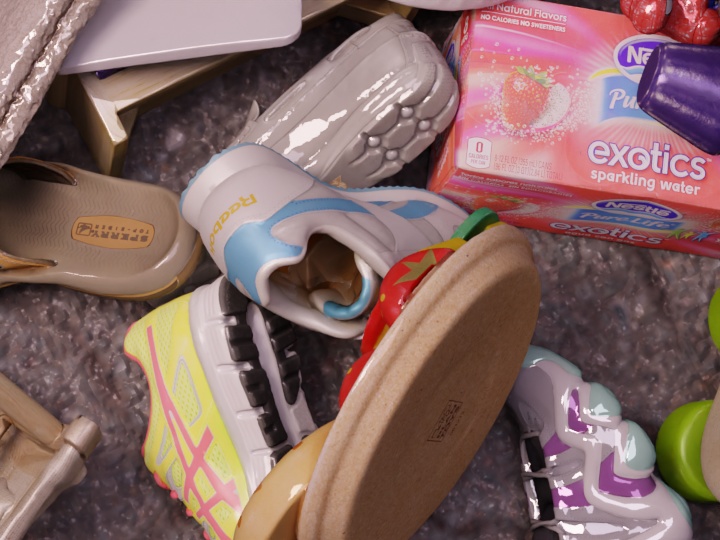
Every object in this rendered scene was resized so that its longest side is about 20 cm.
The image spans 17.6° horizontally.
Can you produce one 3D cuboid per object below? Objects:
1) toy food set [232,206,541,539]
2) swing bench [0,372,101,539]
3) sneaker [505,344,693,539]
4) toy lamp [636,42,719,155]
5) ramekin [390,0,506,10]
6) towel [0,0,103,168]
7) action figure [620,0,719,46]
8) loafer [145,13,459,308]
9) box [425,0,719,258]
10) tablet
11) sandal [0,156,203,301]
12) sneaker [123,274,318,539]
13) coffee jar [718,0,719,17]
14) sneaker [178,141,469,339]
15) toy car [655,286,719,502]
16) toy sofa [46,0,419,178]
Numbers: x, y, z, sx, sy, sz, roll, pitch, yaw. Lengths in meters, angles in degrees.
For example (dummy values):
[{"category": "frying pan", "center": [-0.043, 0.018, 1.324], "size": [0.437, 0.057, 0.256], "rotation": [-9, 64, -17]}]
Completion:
[{"category": "toy food set", "center": [0.022, 0.063, 1.128], "size": [0.049, 0.198, 0.200], "rotation": [30, 111, 19]}, {"category": "swing bench", "center": [-0.263, 0.107, 1.126], "size": [0.200, 0.130, 0.199], "rotation": [37, 74, -5]}, {"category": "sneaker", "center": [0.100, 0.147, 1.198], "size": [0.140, 0.078, 0.200], "rotation": [-37, 85, -15]}, {"category": "toy lamp", "center": [0.238, -0.068, 1.179], "size": [0.199, 0.058, 0.058], "rotation": [17, 76, -5]}, {"category": "ramekin", "center": [0.039, -0.228, 1.182], "size": [0.200, 0.098, 0.201], "rotation": [10, 54, -14]}, {"category": "towel", "center": [-0.176, -0.130, 1.166], "size": [0.034, 0.132, 0.200], "rotation": [34, 82, -32]}, {"category": "action figure", "center": [0.186, -0.161, 1.231], "size": [0.065, 0.052, 0.200], "rotation": [26, 35, 17]}, {"category": "loafer", "center": [-0.039, -0.054, 1.211], "size": [0.200, 0.070, 0.070], "rotation": [-37, 52, 7]}, {"category": "box", "center": [0.143, -0.075, 1.243], "size": [0.199, 0.095, 0.103], "rotation": [10, 76, -7]}, {"category": "tablet", "center": [-0.095, -0.178, 1.205], "size": [0.130, 0.014, 0.200], "rotation": [-7, 47, 6]}, {"category": "sandal", "center": [-0.178, -0.025, 1.179], "size": [0.199, 0.054, 0.081], "rotation": [3, 71, 16]}, {"category": "sneaker", "center": [-0.066, 0.103, 1.191], "size": [0.090, 0.078, 0.201], "rotation": [-12, 93, 29]}, {"category": "coffee jar", "center": [0.249, -0.138, 1.159], "size": [0.104, 0.200, 0.085], "rotation": [41, 114, 11]}, {"category": "sneaker", "center": [0.000, 0.000, 1.174], "size": [0.200, 0.077, 0.081], "rotation": [12, 33, -44]}, {"category": "toy car", "center": [0.287, 0.086, 1.209], "size": [0.200, 0.164, 0.158], "rotation": [28, 75, -15]}, {"category": "toy sofa", "center": [-0.072, -0.137, 1.229], "size": [0.200, 0.083, 0.098], "rotation": [-27, 84, -14]}]
